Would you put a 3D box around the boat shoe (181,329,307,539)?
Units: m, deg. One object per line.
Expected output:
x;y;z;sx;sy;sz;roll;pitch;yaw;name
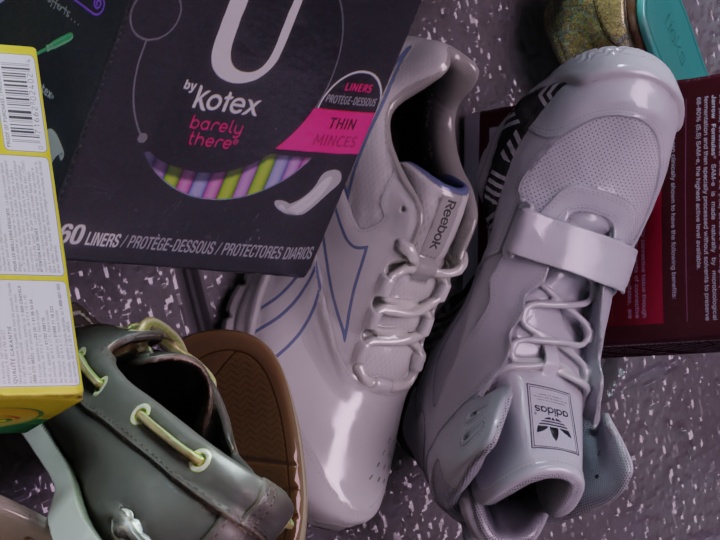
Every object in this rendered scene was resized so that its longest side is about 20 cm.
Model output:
-0.051;0.122;0.837;0.065;0.072;0.200;30;58;-84;boat shoe

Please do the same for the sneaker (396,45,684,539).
0.077;0.020;0.871;0.075;0.115;0.200;16;118;-23;sneaker

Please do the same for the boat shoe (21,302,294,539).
-0.069;0.053;0.729;0.060;0.202;0.072;-47;116;3;boat shoe

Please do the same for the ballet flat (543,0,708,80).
0.141;-0.055;1.043;0.071;0.071;0.200;-53;126;-35;ballet flat

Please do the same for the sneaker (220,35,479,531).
0.000;0.000;0.878;0.074;0.087;0.200;9;81;-46;sneaker

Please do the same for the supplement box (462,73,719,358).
0.135;-0.021;0.935;0.061;0.200;0.109;7;82;-45;supplement box

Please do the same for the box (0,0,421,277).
-0.053;-0.110;0.754;0.122;0.106;0.200;3;117;-44;box

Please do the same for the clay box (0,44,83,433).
-0.183;-0.010;0.648;0.200;0.048;0.115;1;71;-34;clay box

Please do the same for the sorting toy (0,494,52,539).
-0.196;0.128;0.659;0.180;0.107;0.200;44;57;-29;sorting toy
